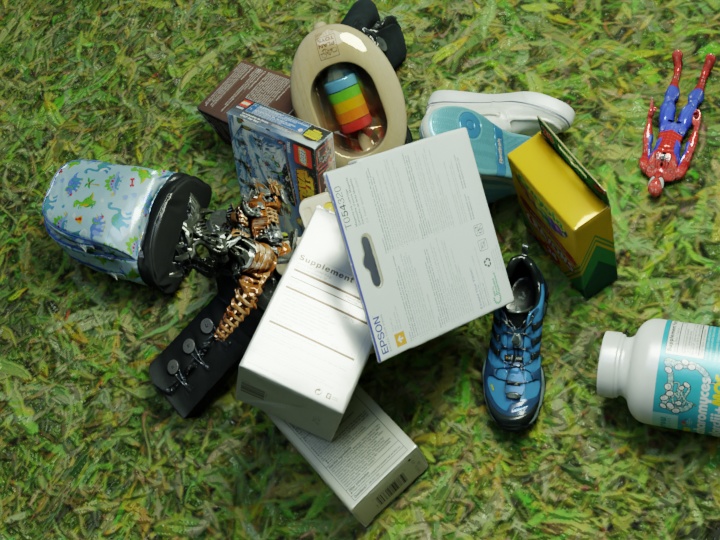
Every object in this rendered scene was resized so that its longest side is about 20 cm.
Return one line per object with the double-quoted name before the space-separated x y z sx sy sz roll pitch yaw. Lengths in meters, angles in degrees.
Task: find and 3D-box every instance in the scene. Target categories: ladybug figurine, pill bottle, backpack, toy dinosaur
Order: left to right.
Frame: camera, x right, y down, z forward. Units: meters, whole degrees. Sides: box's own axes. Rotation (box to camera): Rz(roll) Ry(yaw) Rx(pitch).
"backpack" -0.324 -0.071 1.360 0.198 0.154 0.165 9 72 35
"toy dinosaur" -0.137 -0.023 1.138 0.134 0.103 0.201 16 38 -12
"ladybug figurine" -0.013 -0.207 1.246 0.134 0.202 0.072 -15 15 10
"pill bottle" 0.349 0.112 1.056 0.197 0.111 0.112 7 65 22

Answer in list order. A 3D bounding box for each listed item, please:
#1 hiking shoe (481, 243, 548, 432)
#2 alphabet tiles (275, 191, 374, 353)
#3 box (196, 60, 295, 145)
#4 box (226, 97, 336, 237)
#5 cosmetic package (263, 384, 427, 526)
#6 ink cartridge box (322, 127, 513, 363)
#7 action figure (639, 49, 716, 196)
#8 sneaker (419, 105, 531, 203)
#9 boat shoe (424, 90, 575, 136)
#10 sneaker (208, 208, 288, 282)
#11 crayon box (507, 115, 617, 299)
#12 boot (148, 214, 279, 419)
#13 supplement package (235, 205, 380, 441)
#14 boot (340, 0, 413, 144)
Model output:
"hiking shoe" 0.170 0.078 1.144 0.073 0.087 0.202 -1 63 17
"alphabet tiles" 0.000 0.000 1.204 0.193 0.015 0.202 -16 102 7
"box" -0.124 -0.208 1.362 0.100 0.075 0.199 -47 38 -10
"box" -0.090 -0.101 1.256 0.136 0.202 0.040 26 51 27
"cosmetic package" -0.028 0.179 1.161 0.105 0.071 0.200 -40 59 -8
"ink cartridge box" 0.057 -0.030 1.061 0.198 0.199 0.043 -20 7 -33
"action figure" 0.381 -0.178 1.238 0.065 0.052 0.202 14 70 19
"sneaker" 0.121 -0.125 1.215 0.130 0.198 0.081 -20 60 49
"boat shoe" 0.170 -0.186 1.294 0.198 0.072 0.066 10 71 23
"sneaker" -0.113 -0.021 1.281 0.200 0.074 0.085 44 114 22
"crayon box" 0.225 -0.067 1.136 0.050 0.200 0.127 -33 58 -2
"boot" -0.190 0.056 1.242 0.201 0.065 0.165 -52 53 23
"supplement package" -0.040 0.058 1.102 0.119 0.122 0.202 24 65 2
"boot" 0.028 -0.253 1.359 0.076 0.201 0.168 -28 17 41
